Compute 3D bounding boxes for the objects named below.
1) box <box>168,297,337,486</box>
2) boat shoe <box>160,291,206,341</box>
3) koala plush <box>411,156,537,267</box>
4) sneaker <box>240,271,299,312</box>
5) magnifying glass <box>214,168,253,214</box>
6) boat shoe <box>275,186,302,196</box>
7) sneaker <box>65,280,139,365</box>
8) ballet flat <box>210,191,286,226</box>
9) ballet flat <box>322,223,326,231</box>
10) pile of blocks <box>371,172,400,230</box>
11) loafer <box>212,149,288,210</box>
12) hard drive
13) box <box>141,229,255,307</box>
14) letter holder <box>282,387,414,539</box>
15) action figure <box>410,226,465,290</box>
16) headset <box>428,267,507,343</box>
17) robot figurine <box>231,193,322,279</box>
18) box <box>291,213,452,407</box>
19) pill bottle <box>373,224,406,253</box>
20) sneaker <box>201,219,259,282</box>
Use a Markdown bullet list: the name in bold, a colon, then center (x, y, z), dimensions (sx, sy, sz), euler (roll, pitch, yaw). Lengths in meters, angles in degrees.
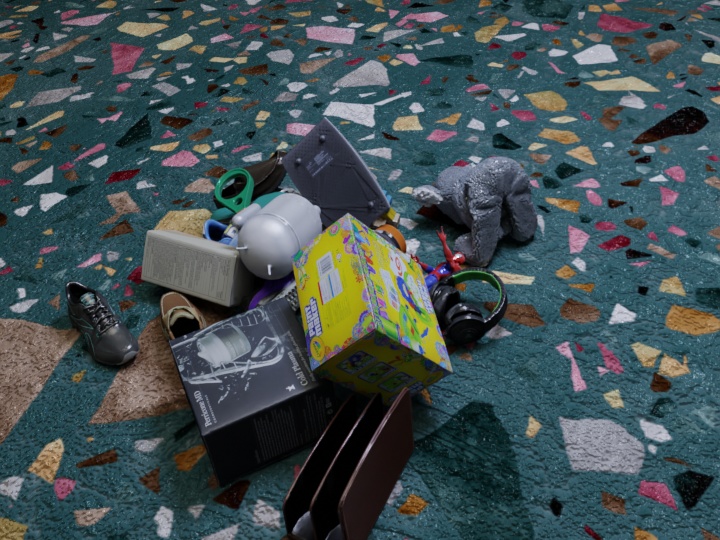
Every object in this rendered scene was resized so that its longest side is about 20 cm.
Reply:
- **box**: center (-0.158, 0.173, 1.093), dimensions (0.193, 0.126, 0.201), euler (-22, 43, -16)
- **boat shoe**: center (-0.292, 0.094, 1.234), dimensions (0.074, 0.075, 0.200), euler (-21, 43, -19)
- **koala plush**: center (0.210, -0.142, 1.397), dimensions (0.175, 0.187, 0.199), euler (-26, 32, -24)
- **sneaker**: center (-0.132, 0.023, 1.304), dimensions (0.099, 0.071, 0.199), euler (26, 49, 35)
- **magnifying glass**: center (-0.225, -0.120, 1.379), dimensions (0.079, 0.023, 0.202), euler (-29, 47, 4)
- **boat shoe**: center (-0.140, -0.125, 1.436), dimensions (0.073, 0.066, 0.198), euler (-39, 30, -23)
- **sneaker**: center (-0.451, 0.089, 1.255), dimensions (0.198, 0.080, 0.075), euler (31, 52, 33)
- **ballet flat**: center (-0.201, -0.102, 1.421), dimensions (0.197, 0.075, 0.075), euler (-7, 34, 35)
- **ballet flat**: center (-0.056, -0.072, 1.425), dimensions (0.063, 0.069, 0.200), euler (39, 55, 6)
- **pile of blocks**: center (0.004, -0.136, 1.404), dimensions (0.082, 0.199, 0.063), euler (-27, 32, 49)
- **loafer**: center (-0.221, -0.174, 1.465), dimensions (0.199, 0.071, 0.074), euler (-39, 31, 20)
- **hard drive**: center (-0.042, -0.161, 1.343), dimensions (0.201, 0.134, 0.042), euler (53, 23, 3)
- **box**: center (-0.289, -0.007, 1.320), dimensions (0.196, 0.097, 0.077), euler (16, 11, 21)
- **letter holder**: center (-0.014, 0.250, 0.970), dimensions (0.099, 0.144, 0.201), euler (15, 45, 23)
- **action figure**: center (0.104, 0.001, 1.282), dimensions (0.198, 0.100, 0.065), euler (-31, 6, -30)
- **headset**: center (0.149, 0.064, 1.206), dimensions (0.199, 0.095, 0.123), euler (-37, 47, -10)
- **robot figurine**: center (-0.139, -0.059, 1.271), dimensions (0.167, 0.115, 0.200), euler (26, 34, 9)
- **box**: center (0.016, 0.063, 1.077), dimensions (0.121, 0.191, 0.203), euler (-34, 48, 24)
- **pill bottle**: center (0.000, 0.000, 1.288), dimensions (0.105, 0.108, 0.200), euler (23, 48, 29)
- **sneaker**: center (-0.220, -0.039, 1.375), dimensions (0.196, 0.084, 0.074), euler (15, 42, 21)
